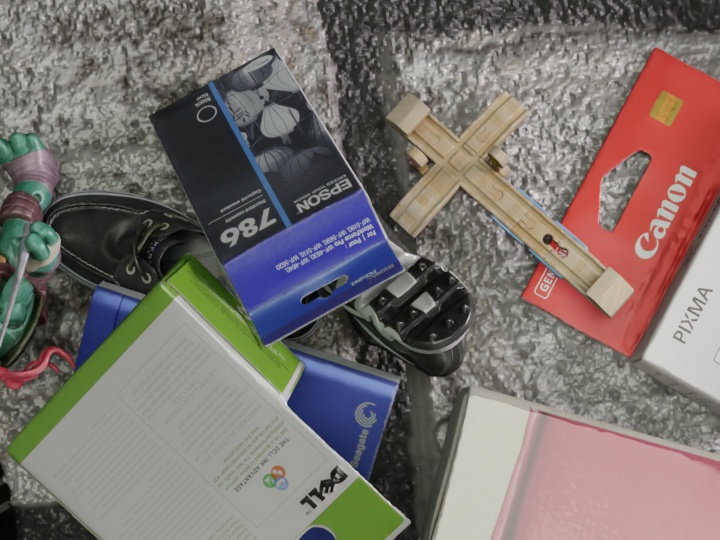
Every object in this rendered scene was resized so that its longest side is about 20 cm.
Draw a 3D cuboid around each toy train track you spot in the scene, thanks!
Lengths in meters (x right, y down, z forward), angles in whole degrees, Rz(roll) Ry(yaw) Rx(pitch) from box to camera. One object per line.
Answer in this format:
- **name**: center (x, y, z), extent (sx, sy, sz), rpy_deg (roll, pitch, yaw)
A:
- **toy train track**: center (0.094, -0.046, 0.928), extent (0.200, 0.033, 0.115), rpy_deg (43, 87, 14)

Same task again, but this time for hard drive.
- **hard drive**: center (-0.088, 0.100, 0.911), extent (0.198, 0.025, 0.133), rpy_deg (17, 104, 3)

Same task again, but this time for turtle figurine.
- **turtle figurine**: center (-0.234, 0.008, 0.862), extent (0.148, 0.101, 0.201), rpy_deg (-15, 39, 8)

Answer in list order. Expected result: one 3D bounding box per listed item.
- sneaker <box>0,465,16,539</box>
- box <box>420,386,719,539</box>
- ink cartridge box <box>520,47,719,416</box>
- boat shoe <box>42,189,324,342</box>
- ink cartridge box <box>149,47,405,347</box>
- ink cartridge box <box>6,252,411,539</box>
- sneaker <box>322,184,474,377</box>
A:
- **sneaker**: center (-0.301, 0.128, 0.917), extent (0.115, 0.076, 0.202), rpy_deg (-23, 83, 13)
- **box**: center (0.143, 0.149, 0.872), extent (0.198, 0.128, 0.110), rpy_deg (15, 84, 3)
- **ink cartridge box**: center (0.228, -0.026, 0.935), extent (0.175, 0.045, 0.201), rpy_deg (29, 84, 3)
- **boat shoe**: center (-0.118, -0.003, 0.923), extent (0.198, 0.066, 0.070), rpy_deg (23, 83, 3)
- **ink cartridge box**: center (-0.056, -0.052, 0.890), extent (0.099, 0.039, 0.201), rpy_deg (-29, 49, -4)
- **ink cartridge box**: center (-0.086, 0.116, 0.863), extent (0.200, 0.076, 0.148), rpy_deg (44, 104, -5)
- **sneaker**: center (0.000, 0.000, 0.922), extent (0.066, 0.091, 0.200), rpy_deg (-38, 59, -13)
